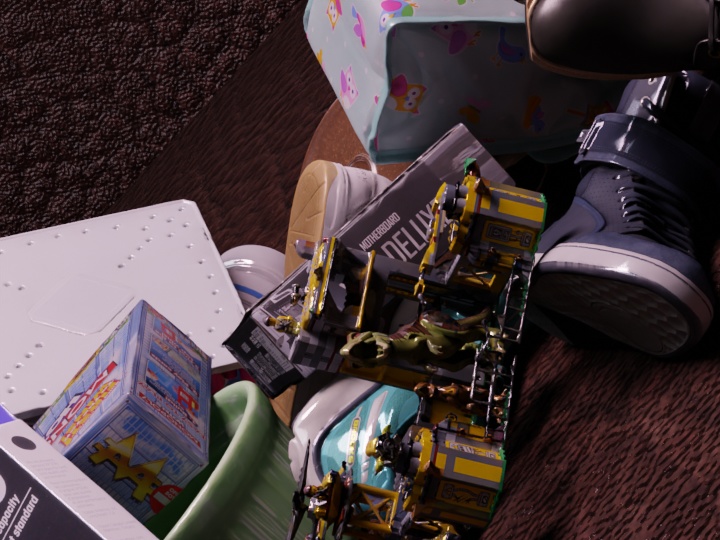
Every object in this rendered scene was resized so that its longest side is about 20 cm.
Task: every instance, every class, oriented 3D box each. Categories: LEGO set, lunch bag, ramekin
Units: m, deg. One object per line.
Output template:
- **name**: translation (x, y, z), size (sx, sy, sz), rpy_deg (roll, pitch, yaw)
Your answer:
- **LEGO set**: translation (0.009, 0.045, 1.015), size (0.154, 0.115, 0.201), rpy_deg (118, 164, -72)
- **lunch bag**: translation (0.080, -0.153, 1.322), size (0.171, 0.199, 0.122), rpy_deg (-117, 29, -49)
- **ramekin**: translation (-0.091, 0.169, 1.189), size (0.200, 0.098, 0.200), rpy_deg (-46, 12, 13)

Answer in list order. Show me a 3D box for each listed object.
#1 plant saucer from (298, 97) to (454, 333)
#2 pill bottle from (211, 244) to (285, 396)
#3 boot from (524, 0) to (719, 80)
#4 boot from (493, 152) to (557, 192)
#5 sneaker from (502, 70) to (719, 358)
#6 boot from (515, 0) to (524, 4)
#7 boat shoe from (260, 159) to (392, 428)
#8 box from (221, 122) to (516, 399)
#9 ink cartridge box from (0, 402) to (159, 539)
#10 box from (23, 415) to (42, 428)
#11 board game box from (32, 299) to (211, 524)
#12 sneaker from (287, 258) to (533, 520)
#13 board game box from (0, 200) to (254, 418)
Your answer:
- **plant saucer**: translation (0.010, -0.055, 1.425), size (0.200, 0.037, 0.201), rpy_deg (-23, 61, 49)
- **pill bottle**: translation (-0.098, 0.070, 1.489), size (0.112, 0.112, 0.200), rpy_deg (-40, 14, 34)
- **boot**: translation (0.183, -0.120, 0.991), size (0.199, 0.078, 0.138), rpy_deg (-11, 19, -1)
- **boot**: translation (0.060, -0.052, 1.422), size (0.200, 0.074, 0.076), rpy_deg (-33, 25, 42)
- **sneaker**: translation (0.147, -0.035, 1.033), size (0.146, 0.077, 0.202), rpy_deg (-53, 11, -7)
- **boot**: translation (0.172, -0.174, 1.169), size (0.200, 0.150, 0.074), rpy_deg (165, 116, -67)
- **boat shoe**: translation (-0.016, 0.033, 1.355), size (0.071, 0.069, 0.201), rpy_deg (-150, 70, -65)
- **box**: translation (0.000, 0.000, 1.214), size (0.158, 0.050, 0.200), rpy_deg (-42, 0, -10)
- **ink cartridge box**: translation (-0.196, 0.189, 1.105), size (0.043, 0.200, 0.199), rpy_deg (10, -69, -54)
- **box**: translation (-0.202, 0.147, 1.459), size (0.117, 0.060, 0.201), rpy_deg (-65, -23, -51)
- **board game box**: translation (-0.154, 0.116, 1.193), size (0.200, 0.062, 0.200), rpy_deg (-50, 11, -6)
- **sneaker**: translation (0.049, 0.062, 1.139), size (0.079, 0.078, 0.200), rpy_deg (17, 54, 40)
- **board game box**: translation (-0.184, 0.033, 1.411), size (0.199, 0.026, 0.200), rpy_deg (-13, 35, -12)
